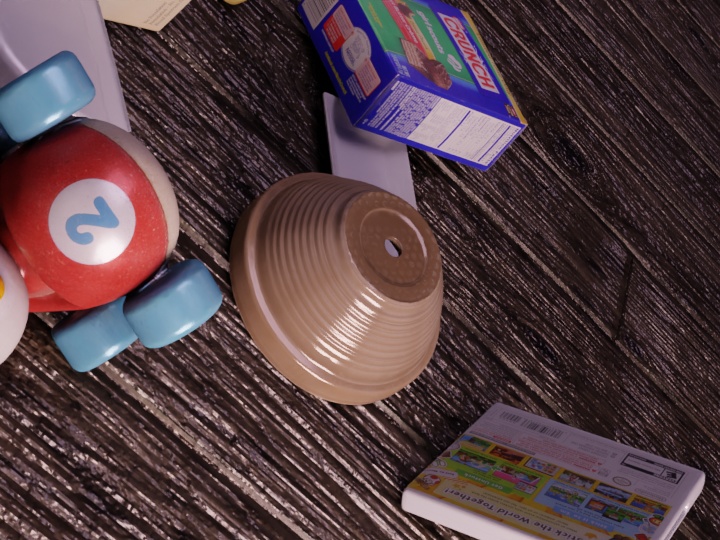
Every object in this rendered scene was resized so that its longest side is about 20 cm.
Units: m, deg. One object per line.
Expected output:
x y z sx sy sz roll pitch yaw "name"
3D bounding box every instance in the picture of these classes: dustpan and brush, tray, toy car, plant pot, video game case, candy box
-0.272 -0.163 0.982 0.199 0.057 0.141 13 52 -51 "dustpan and brush"
0.009 -0.065 1.237 0.107 0.022 0.202 20 48 -37 "tray"
-0.223 0.004 0.815 0.200 0.176 0.185 -43 108 -41 "toy car"
0.000 0.000 1.091 0.199 0.093 0.203 18 57 -30 "plant pot"
0.161 0.181 1.103 0.198 0.023 0.182 17 26 26 "video game case"
0.054 -0.203 1.332 0.199 0.077 0.170 13 43 -45 "candy box"

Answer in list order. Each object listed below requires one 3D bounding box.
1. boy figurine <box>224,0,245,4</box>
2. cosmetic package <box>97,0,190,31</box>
-0.137 -0.348 1.239 0.124 0.064 0.202 39 31 -81 "boy figurine"
-0.220 -0.264 1.070 0.199 0.103 0.074 2 61 -46 "cosmetic package"
